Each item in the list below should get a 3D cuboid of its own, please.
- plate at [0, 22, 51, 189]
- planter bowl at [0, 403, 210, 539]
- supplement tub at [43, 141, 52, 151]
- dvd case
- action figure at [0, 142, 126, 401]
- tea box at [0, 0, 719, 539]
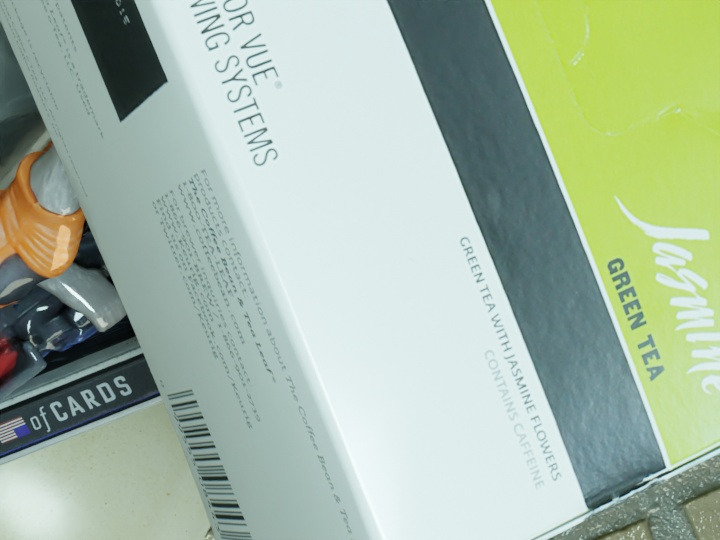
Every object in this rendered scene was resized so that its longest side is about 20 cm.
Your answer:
[{"bbox_3d":[-0.176,-0.020,0.746,0.200,0.032,0.200,-47,-178,9],"label":"plate"},{"bbox_3d":[-0.171,0.075,0.863,0.200,0.135,0.200,-30,-148,21],"label":"planter bowl"},{"bbox_3d":[-0.090,-0.059,0.932,0.122,0.123,0.200,-21,-178,20],"label":"supplement tub"},{"bbox_3d":[-0.097,0.015,0.700,0.200,0.025,0.150,-21,-157,15],"label":"dvd case"},{"bbox_3d":[-0.120,-0.012,0.596,0.200,0.105,0.193,-38,-177,-27],"label":"action figure"},{"bbox_3d":[0.033,-0.051,0.481,0.196,0.200,0.134,-22,-179,-20],"label":"tea box"}]
